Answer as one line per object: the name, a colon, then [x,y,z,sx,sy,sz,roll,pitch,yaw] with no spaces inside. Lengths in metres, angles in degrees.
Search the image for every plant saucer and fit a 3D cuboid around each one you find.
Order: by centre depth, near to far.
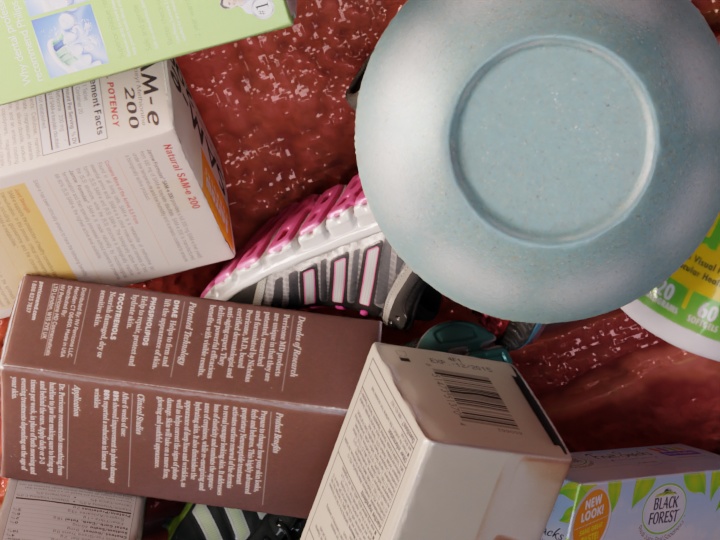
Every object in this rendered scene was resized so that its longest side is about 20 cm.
plant saucer: [0.097,-0.069,1.523,0.200,0.039,0.202,0,99,-1]

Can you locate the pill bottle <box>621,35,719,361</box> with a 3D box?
pill bottle: [0.217,-0.059,1.602,0.111,0.111,0.200,19,112,-9]

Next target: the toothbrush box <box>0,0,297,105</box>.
toothbrush box: [-0.137,-0.156,1.533,0.199,0.146,0.086,-16,109,7]

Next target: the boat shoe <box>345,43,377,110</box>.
boat shoe: [0.061,-0.155,1.579,0.060,0.072,0.202,23,115,-16]

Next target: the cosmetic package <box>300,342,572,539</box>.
cosmetic package: [0.026,0.151,1.538,0.087,0.103,0.200,10,117,-24]

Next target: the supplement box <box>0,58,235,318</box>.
supplement box: [-0.180,-0.043,1.596,0.199,0.074,0.126,-14,145,5]

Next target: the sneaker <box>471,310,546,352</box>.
sneaker: [0.116,-0.037,1.625,0.095,0.079,0.200,-14,138,-30]

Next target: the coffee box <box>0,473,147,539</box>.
coffee box: [-0.164,0.170,1.645,0.079,0.200,0.115,8,114,-3]

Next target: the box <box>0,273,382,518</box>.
box: [-0.092,0.069,1.605,0.199,0.075,0.100,9,139,1]

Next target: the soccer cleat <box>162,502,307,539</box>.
soccer cleat: [-0.065,0.150,1.661,0.081,0.068,0.200,20,71,14]

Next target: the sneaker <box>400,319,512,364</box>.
sneaker: [0.062,0.125,1.680,0.077,0.091,0.201,-17,95,-27]

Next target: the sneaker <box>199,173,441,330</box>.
sneaker: [0.000,0.000,1.619,0.200,0.074,0.088,-26,107,32]

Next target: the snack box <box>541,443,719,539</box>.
snack box: [0.135,0.172,1.632,0.053,0.200,0.143,16,99,33]
